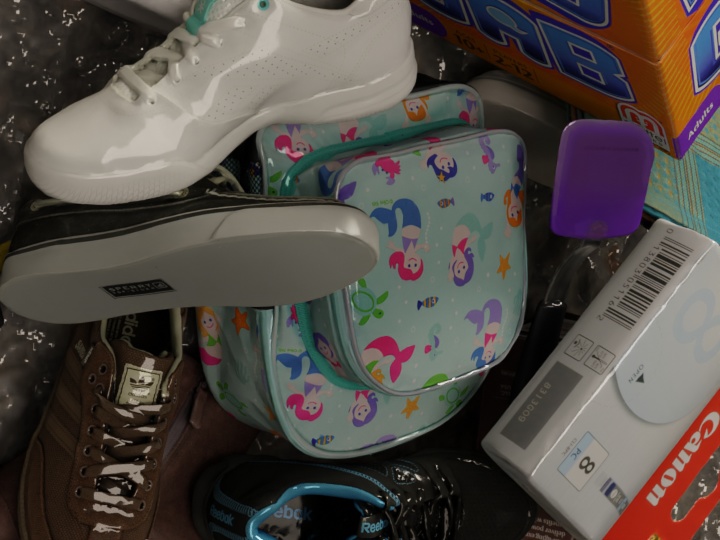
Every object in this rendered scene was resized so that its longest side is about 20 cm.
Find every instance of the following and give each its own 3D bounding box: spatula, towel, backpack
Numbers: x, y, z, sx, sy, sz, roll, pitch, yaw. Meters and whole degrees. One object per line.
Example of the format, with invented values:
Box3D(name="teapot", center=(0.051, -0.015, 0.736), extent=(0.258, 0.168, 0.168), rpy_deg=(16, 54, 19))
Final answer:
Box3D(name="spatula", center=(0.111, 0.008, 0.910), extent=(0.056, 0.021, 0.200), rpy_deg=(-1, 128, -21))
Box3D(name="towel", center=(0.171, -0.094, 0.984), extent=(0.147, 0.022, 0.200), rpy_deg=(29, 43, -28))
Box3D(name="backpack", center=(0.000, 0.000, 0.914), extent=(0.177, 0.150, 0.200), rpy_deg=(-13, 113, -39))

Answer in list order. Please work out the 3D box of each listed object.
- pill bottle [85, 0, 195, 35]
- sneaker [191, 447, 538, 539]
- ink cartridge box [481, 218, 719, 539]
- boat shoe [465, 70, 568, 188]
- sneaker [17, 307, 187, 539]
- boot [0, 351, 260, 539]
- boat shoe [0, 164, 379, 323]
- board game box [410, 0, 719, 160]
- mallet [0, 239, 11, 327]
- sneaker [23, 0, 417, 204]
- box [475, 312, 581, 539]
Box3D(name="pill bottle", center=(-0.080, -0.223, 0.851), extent=(0.112, 0.112, 0.200), rpy_deg=(23, 89, -28))
Box3D(name="sneaker", center=(0.013, 0.138, 0.916), extent=(0.200, 0.082, 0.073), rpy_deg=(0, 93, -21))
Box3D(name="ink cartridge box", center=(0.175, 0.091, 0.943), extent=(0.160, 0.047, 0.200), rpy_deg=(-51, 130, -7))
Box3D(name="boat shoe", center=(0.146, -0.087, 1.019), extent=(0.200, 0.072, 0.069), rpy_deg=(18, 70, -22))
Box3D(name="sneaker", center=(-0.128, 0.073, 0.856), extent=(0.070, 0.076, 0.200), rpy_deg=(12, 62, -18))
Box3D(name="boot", center=(-0.161, 0.103, 0.912), extent=(0.200, 0.072, 0.167), rpy_deg=(34, 70, -24))
Box3D(name="boat shoe", center=(-0.085, -0.021, 0.815), extent=(0.071, 0.200, 0.064), rpy_deg=(52, 37, -55))
Box3D(name="board game box", center=(0.125, -0.220, 0.859), extent=(0.200, 0.200, 0.200), rpy_deg=(-53, 151, -11))
Box3D(name="mallet", center=(-0.153, -0.035, 0.896), extent=(0.200, 0.041, 0.066), rpy_deg=(-36, 111, -22))
Box3D(name="sneaker", center=(-0.070, -0.101, 0.796), extent=(0.200, 0.075, 0.089), rpy_deg=(-23, 135, -17))
Box3D(name="box", center=(0.115, 0.132, 1.016), extent=(0.100, 0.075, 0.200), rpy_deg=(-11, 110, -62))
